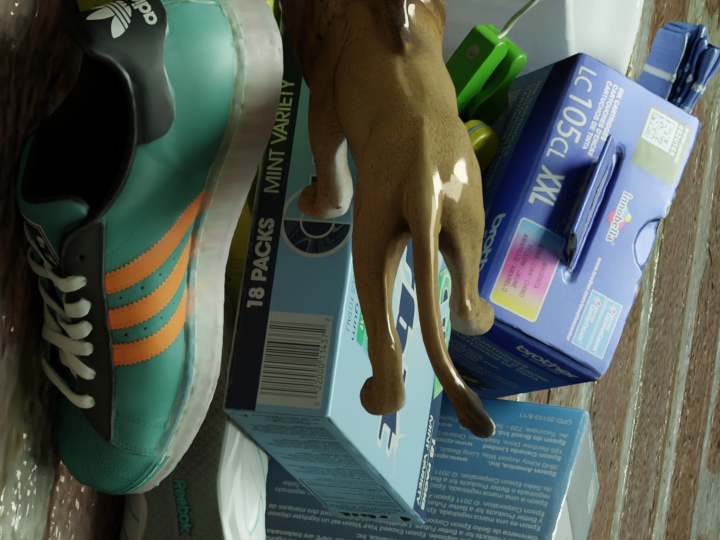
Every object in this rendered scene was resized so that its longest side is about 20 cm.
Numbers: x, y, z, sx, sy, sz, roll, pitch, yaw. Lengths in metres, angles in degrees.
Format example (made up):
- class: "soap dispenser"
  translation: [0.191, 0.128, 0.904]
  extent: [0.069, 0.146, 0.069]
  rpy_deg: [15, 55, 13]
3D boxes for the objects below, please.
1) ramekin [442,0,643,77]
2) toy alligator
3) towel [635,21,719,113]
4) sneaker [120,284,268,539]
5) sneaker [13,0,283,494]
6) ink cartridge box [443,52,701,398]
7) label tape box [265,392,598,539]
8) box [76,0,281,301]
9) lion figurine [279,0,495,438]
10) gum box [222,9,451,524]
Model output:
- class: "ramekin"
  translation: [0.087, -0.182, 1.404]
  extent: [0.200, 0.097, 0.201]
  rpy_deg: [7, 90, -74]
- class: "toy alligator"
  translation: [0.042, -0.071, 1.244]
  extent: [0.200, 0.059, 0.054]
  rpy_deg: [-50, 155, 6]
- class: "towel"
  translation: [0.118, -0.040, 1.381]
  extent: [0.200, 0.024, 0.145]
  rpy_deg: [-59, -175, 6]
- class: "sneaker"
  translation: [-0.062, 0.097, 1.069]
  extent: [0.080, 0.070, 0.201]
  rpy_deg: [-47, 141, -68]
- class: "sneaker"
  translation: [-0.090, -0.009, 0.947]
  extent: [0.080, 0.071, 0.201]
  rpy_deg: [-4, 121, -35]
- class: "ink cartridge box"
  translation: [0.078, -0.018, 1.265]
  extent: [0.200, 0.076, 0.137]
  rpy_deg: [-15, -130, 65]
- class: "label tape box"
  translation: [0.016, 0.147, 1.218]
  extent: [0.066, 0.143, 0.200]
  rpy_deg: [78, 25, -47]
- class: "box"
  translation: [-0.057, -0.062, 1.047]
  extent: [0.200, 0.050, 0.075]
  rpy_deg: [77, 25, -50]
- class: "lion figurine"
  translation: [0.011, -0.047, 0.922]
  extent: [0.200, 0.072, 0.123]
  rpy_deg: [-120, -157, -46]
- class: "gum box"
  translation: [0.000, 0.000, 1.096]
  extent: [0.200, 0.044, 0.170]
  rpy_deg: [57, 39, -70]
